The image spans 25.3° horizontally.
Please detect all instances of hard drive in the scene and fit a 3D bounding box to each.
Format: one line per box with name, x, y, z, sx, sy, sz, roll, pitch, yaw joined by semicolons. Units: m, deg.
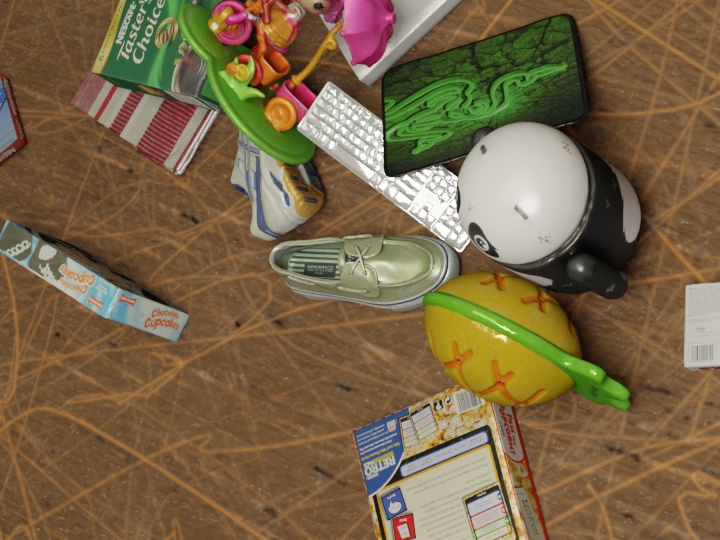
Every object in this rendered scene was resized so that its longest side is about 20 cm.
hard drive;0.048;-0.302;1.635;0.200;0.027;0.133;-41;58;17

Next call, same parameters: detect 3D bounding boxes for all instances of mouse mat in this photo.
mouse mat;0.112;-0.165;1.499;0.198;0.008;0.162;-17;43;15

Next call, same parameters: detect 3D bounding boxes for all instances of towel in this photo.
towel;-0.227;-0.208;1.800;0.199;0.023;0.145;33;94;35

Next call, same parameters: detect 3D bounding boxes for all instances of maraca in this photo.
maraca;0.142;0.068;1.380;0.198;0.137;0.108;26;84;15

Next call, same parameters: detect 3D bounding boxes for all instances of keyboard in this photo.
keyboard;0.033;-0.099;1.535;0.199;0.011;0.057;37;95;4

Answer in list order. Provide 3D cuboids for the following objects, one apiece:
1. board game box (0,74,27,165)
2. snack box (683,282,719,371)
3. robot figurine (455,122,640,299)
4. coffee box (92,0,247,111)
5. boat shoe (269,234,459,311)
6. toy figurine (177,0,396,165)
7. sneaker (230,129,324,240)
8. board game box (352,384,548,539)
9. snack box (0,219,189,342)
board game box;-0.492;-0.142;1.962;0.199;0.019;0.104;-34;61;22
snack box;0.363;0.042;1.320;0.198;0.024;0.073;-5;73;33
robot figurine;0.162;-0.049;1.375;0.149;0.199;0.127;8;81;35
coffee box;-0.203;-0.248;1.738;0.199;0.044;0.124;20;87;46
boat shoe;0.000;0.000;1.556;0.198;0.062;0.073;-4;74;32
toy figurine;-0.055;-0.239;1.581;0.184;0.150;0.201;-39;92;26
sneaker;-0.107;-0.125;1.661;0.088;0.075;0.202;-37;54;30
board game box;0.083;0.214;1.446;0.150;0.046;0.202;-25;63;26
snack box;-0.288;0.011;1.717;0.199;0.116;0.037;28;92;36
